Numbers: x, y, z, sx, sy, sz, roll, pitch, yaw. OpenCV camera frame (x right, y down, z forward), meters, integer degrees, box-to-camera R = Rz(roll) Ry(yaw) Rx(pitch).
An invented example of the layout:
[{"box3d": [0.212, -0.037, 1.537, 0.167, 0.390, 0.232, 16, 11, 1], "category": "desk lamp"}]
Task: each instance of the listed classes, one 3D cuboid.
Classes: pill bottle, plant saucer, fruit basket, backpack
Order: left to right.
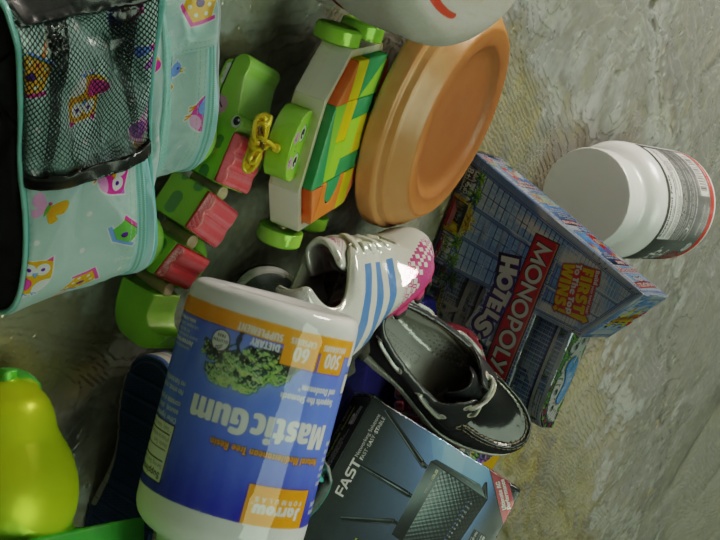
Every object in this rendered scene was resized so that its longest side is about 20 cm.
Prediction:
[{"box3d": [-0.230, 0.172, 0.793, 0.155, 0.217, 0.215, -27, 156, 23], "category": "fruit basket"}, {"box3d": [-0.162, -0.087, 0.637, 0.152, 0.175, 0.202, -18, 132, -42], "category": "backpack"}, {"box3d": [-0.077, 0.114, 0.819, 0.112, 0.111, 0.202, 13, 91, -57], "category": "pill bottle"}, {"box3d": [0.063, -0.121, 1.010, 0.201, 0.037, 0.201, -51, 158, -31], "category": "plant saucer"}, {"box3d": [0.269, -0.070, 1.306, 0.199, 0.115, 0.117, 0, 114, -54], "category": "pill bottle"}]

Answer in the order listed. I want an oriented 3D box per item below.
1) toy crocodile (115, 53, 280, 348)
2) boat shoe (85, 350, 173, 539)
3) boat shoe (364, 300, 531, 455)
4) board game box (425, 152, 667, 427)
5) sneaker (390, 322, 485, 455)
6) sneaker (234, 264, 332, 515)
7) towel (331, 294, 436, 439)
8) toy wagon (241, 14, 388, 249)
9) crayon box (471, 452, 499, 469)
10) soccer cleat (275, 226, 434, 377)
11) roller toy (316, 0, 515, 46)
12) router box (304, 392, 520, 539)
[{"box3d": [-0.106, -0.045, 0.849, 0.067, 0.061, 0.201, 29, 89, -58], "category": "toy crocodile"}, {"box3d": [-0.141, 0.154, 0.938, 0.072, 0.072, 0.202, -6, 118, -54], "category": "boat shoe"}, {"box3d": [0.073, 0.086, 1.051, 0.200, 0.060, 0.074, 44, 71, -20], "category": "boat shoe"}, {"box3d": [0.153, 0.027, 1.135, 0.061, 0.199, 0.202, 3, 110, -56], "category": "board game box"}, {"box3d": [0.060, 0.144, 1.135, 0.075, 0.080, 0.202, -132, -129, -87], "category": "sneaker"}, {"box3d": [-0.066, 0.106, 0.937, 0.083, 0.121, 0.202, -1, 105, -16], "category": "sneaker"}, {"box3d": [-0.018, 0.100, 1.099, 0.199, 0.049, 0.149, -13, 118, -51], "category": "towel"}, {"box3d": [-0.030, -0.091, 0.885, 0.200, 0.039, 0.157, -43, 152, -72], "category": "toy wagon"}, {"box3d": [0.085, 0.186, 1.298, 0.201, 0.051, 0.127, -58, 147, -7], "category": "crayon box"}, {"box3d": [0.000, 0.000, 0.953, 0.200, 0.069, 0.087, -51, 130, -53], "category": "soccer cleat"}, {"box3d": [0.039, -0.242, 0.834, 0.182, 0.139, 0.201, -44, 144, -25], "category": "roller toy"}, {"box3d": [0.016, 0.220, 1.039, 0.201, 0.149, 0.062, -61, -169, -12], "category": "router box"}]
